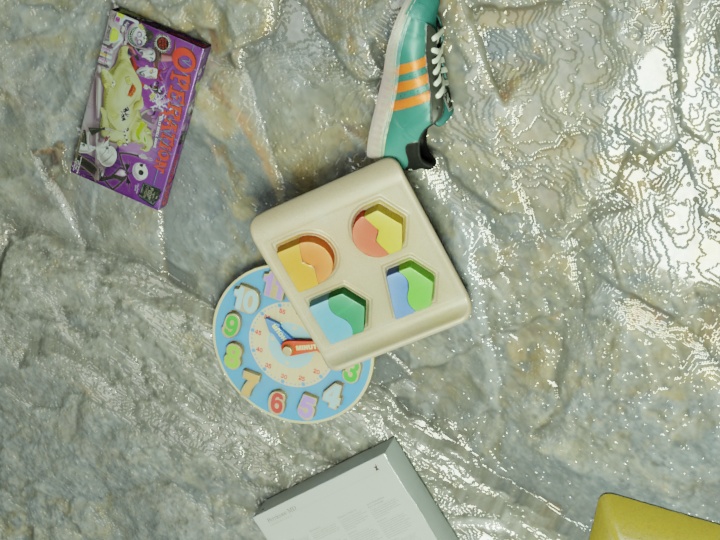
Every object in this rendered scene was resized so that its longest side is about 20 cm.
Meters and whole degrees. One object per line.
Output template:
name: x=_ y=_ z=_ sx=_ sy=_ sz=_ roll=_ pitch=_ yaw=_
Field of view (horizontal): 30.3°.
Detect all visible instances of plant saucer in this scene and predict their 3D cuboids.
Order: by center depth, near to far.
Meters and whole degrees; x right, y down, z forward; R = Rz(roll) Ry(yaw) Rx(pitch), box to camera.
plant saucer: x=0.342 y=0.370 z=1.485 sx=0.199 sy=0.048 sz=0.201 roll=14 pitch=111 yaw=13

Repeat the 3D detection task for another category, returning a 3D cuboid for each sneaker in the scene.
sneaker: x=0.065 y=-0.198 z=1.377 sx=0.079 sy=0.071 sz=0.201 roll=18 pitch=120 yaw=10

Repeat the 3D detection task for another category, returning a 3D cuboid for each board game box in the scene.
board game box: x=-0.250 y=-0.182 z=1.505 sx=0.119 sy=0.032 sz=0.201 roll=21 pitch=113 yaw=5

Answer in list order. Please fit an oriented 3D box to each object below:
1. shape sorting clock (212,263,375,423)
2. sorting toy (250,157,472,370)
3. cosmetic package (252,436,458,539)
shape sorting clock: x=-0.079 y=0.086 z=1.531 sx=0.199 sy=0.039 sz=0.201 roll=5 pitch=109 yaw=16
sorting toy: x=0.000 y=0.000 z=1.436 sx=0.184 sy=0.037 sz=0.201 roll=-22 pitch=109 yaw=18
cosmetic package: x=-0.006 y=0.306 z=1.573 sx=0.199 sy=0.052 sz=0.151 roll=-29 pitch=99 yaw=24
